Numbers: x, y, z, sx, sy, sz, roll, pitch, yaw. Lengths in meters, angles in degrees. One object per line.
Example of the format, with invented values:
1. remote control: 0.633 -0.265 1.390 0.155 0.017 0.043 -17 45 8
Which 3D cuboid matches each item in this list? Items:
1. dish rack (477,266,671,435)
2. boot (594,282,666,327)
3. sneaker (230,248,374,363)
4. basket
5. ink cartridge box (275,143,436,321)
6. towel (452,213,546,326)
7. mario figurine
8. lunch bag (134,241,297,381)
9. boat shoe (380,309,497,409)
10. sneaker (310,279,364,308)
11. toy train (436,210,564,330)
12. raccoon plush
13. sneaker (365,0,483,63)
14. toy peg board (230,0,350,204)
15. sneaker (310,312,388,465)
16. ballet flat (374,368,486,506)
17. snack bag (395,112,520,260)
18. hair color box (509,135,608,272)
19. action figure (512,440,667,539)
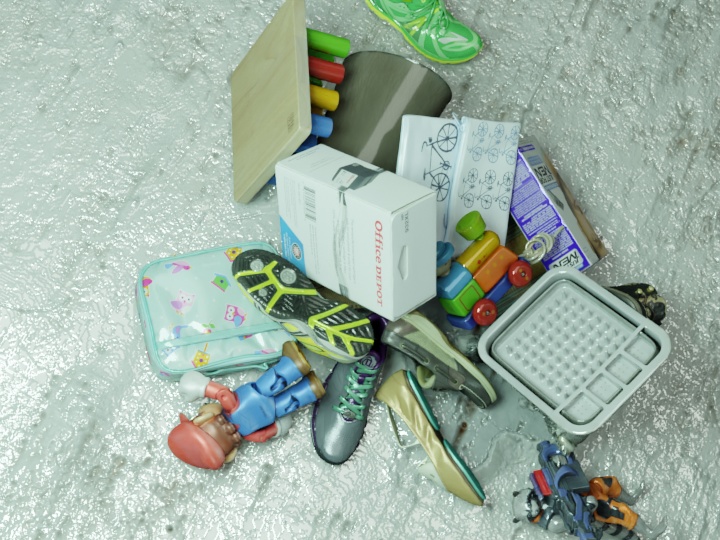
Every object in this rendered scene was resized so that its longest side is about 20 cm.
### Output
1. dish rack: 0.260 0.101 1.425 0.171 0.044 0.200 -43 52 -10
2. boot: 0.342 0.053 1.541 0.149 0.199 0.074 -4 87 -29
3. sneaker: -0.079 0.053 1.431 0.199 0.077 0.076 38 59 3
4. basket: 0.010 -0.171 1.567 0.136 0.179 0.202 39 68 -42
5. ink cartridge box: -0.005 -0.049 1.412 0.083 0.147 0.199 -27 39 -36
6. towel: 0.196 -0.020 1.626 0.145 0.022 0.202 -26 80 -21
7. mario figurine: -0.149 0.162 1.434 0.199 0.106 0.124 -31 84 -5
8. lunch bag: -0.176 0.055 1.474 0.197 0.077 0.162 -10 73 -17
9. boat shoe: 0.097 0.122 1.501 0.066 0.072 0.201 -51 120 -10
10. sneaker: 0.000 0.000 1.544 0.197 0.071 0.109 3 27 16
11. toy train: 0.167 -0.031 1.497 0.200 0.084 0.116 -45 113 -16
12. raccoon plush: 0.224 0.158 1.537 0.096 0.198 0.136 -22 117 -45
13. sneaker: 0.090 -0.371 1.689 0.199 0.084 0.074 34 66 -1
14. toy peg board: -0.086 -0.213 1.529 0.097 0.200 0.202 9 62 -27
15. sneaker: -0.011 0.142 1.479 0.074 0.088 0.202 18 67 -7
16. ballet flat: 0.086 0.224 1.498 0.063 0.069 0.201 -33 77 6
17. snack bag: 0.119 -0.105 1.503 0.198 0.021 0.191 2 100 -35
18. hair color box: 0.253 -0.085 1.604 0.201 0.064 0.109 60 26 5
19. action figure: 0.283 0.312 1.477 0.191 0.106 0.201 7 28 -4
